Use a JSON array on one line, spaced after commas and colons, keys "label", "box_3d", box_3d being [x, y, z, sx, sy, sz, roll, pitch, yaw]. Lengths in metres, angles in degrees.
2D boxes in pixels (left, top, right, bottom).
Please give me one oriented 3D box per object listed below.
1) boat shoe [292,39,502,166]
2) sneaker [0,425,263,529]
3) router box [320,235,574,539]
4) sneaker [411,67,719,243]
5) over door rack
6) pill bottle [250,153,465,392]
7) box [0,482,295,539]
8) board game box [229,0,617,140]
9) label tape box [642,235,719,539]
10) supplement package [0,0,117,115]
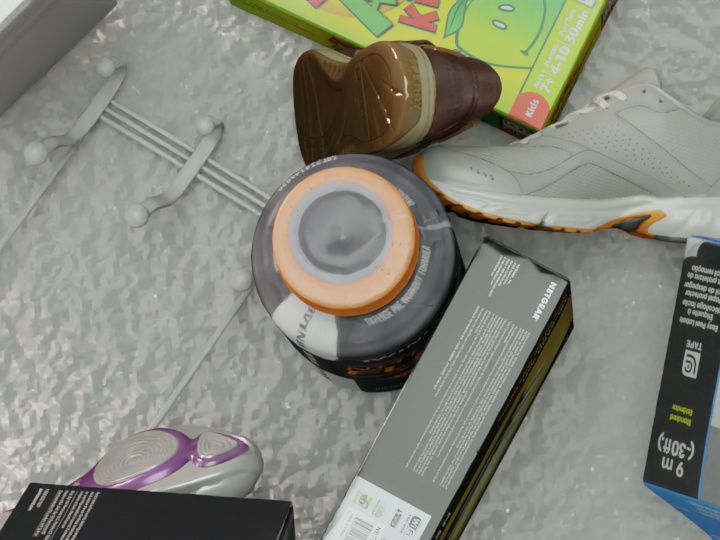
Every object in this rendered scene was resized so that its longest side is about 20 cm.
[{"label": "boat shoe", "box_3d": [0.018, -0.089, 1.459, 0.072, 0.200, 0.072, -6, 88, -19]}, {"label": "sneaker", "box_3d": [-0.125, 0.150, 1.468, 0.200, 0.075, 0.100, -28, 108, 22]}, {"label": "router box", "box_3d": [0.043, 0.092, 1.433, 0.052, 0.157, 0.201, 28, 85, 9]}, {"label": "sneaker", "box_3d": [0.124, -0.065, 1.475, 0.199, 0.076, 0.092, 4, 92, -17]}, {"label": "over door rack", "box_3d": [-0.133, -0.002, 1.511, 0.147, 0.067, 0.200, 31, 84, 10]}, {"label": "pill bottle", "box_3d": [0.000, 0.000, 1.430, 0.106, 0.200, 0.107, -1, 80, 5]}, {"label": "box", "box_3d": [-0.102, 0.214, 1.375, 0.141, 0.079, 0.201, 5, 117, 13]}, {"label": "board game box", "box_3d": [0.034, -0.158, 1.531, 0.199, 0.048, 0.102, 26, 84, 9]}, {"label": "label tape box", "box_3d": [0.215, 0.092, 1.404, 0.063, 0.144, 0.201, 8, 93, -33]}, {"label": "supplement package", "box_3d": [-0.216, -0.160, 1.470, 0.120, 0.200, 0.121, -45, 88, -3]}]
